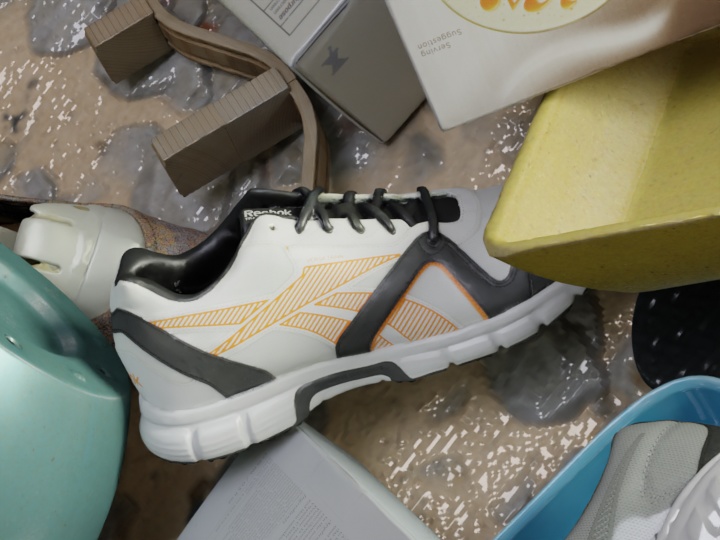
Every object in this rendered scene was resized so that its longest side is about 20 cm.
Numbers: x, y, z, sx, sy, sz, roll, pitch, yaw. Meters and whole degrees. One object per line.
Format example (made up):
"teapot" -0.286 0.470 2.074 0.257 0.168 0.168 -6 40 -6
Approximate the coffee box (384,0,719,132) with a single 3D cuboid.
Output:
"coffee box" 0.098 -0.145 0.769 0.199 0.115 0.080 -20 26 11

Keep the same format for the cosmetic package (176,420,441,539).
"cosmetic package" -0.047 0.162 0.780 0.200 0.052 0.151 -54 25 0

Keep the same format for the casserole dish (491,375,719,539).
"casserole dish" 0.093 0.128 0.750 0.200 0.039 0.121 -46 52 5

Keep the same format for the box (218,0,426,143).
"box" -0.035 -0.152 0.934 0.095 0.078 0.200 -47 52 4

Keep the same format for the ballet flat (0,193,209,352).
"ballet flat" -0.139 -0.002 0.937 0.199 0.067 0.069 5 69 33

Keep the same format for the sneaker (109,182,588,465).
"sneaker" 0.000 0.000 0.813 0.199 0.080 0.074 -23 20 0

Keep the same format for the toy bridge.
"toy bridge" -0.053 -0.059 0.927 0.067 0.027 0.200 -31 49 -3

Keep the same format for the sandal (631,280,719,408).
"sandal" 0.185 0.008 0.750 0.200 0.048 0.076 -10 64 42

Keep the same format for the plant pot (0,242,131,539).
"plant pot" -0.182 0.068 0.840 0.161 0.200 0.201 -51 52 8

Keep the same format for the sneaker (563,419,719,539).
"sneaker" 0.076 0.138 0.696 0.079 0.074 0.201 15 71 44

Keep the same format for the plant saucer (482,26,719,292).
"plant saucer" 0.160 -0.063 0.750 0.199 0.049 0.200 -11 33 29
